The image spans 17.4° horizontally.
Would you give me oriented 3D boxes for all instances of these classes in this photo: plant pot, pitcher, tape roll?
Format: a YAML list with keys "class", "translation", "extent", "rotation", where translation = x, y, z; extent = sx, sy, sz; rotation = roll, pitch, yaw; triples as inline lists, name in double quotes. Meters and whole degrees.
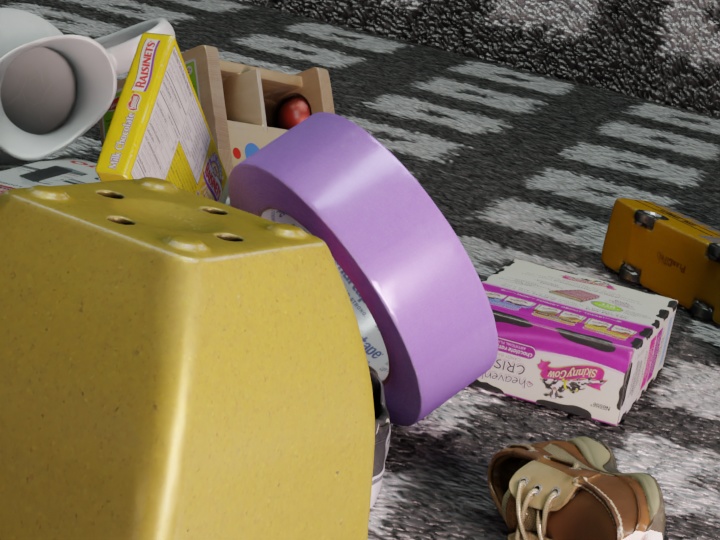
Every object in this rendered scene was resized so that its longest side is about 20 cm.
- class: "plant pot"
  translation: [-0.109, 0.065, 1.115]
  extent: [0.195, 0.200, 0.194]
  rotation: [19, 14, 30]
- class: "pitcher"
  translation: [-0.241, -0.149, 1.803]
  extent: [0.171, 0.121, 0.200]
  rotation: [-26, 16, -21]
- class: "tape roll"
  translation: [0.000, 0.000, 1.506]
  extent: [0.066, 0.200, 0.200]
  rotation: [-36, 33, -17]

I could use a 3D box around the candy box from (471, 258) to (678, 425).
- class: "candy box"
  translation: [0.149, 0.050, 1.734]
  extent: [0.136, 0.061, 0.200]
  rotation: [15, 14, 14]

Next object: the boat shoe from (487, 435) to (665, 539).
- class: "boat shoe"
  translation: [0.115, 0.140, 1.310]
  extent: [0.074, 0.076, 0.200]
  rotation: [4, 6, -9]

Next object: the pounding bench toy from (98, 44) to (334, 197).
- class: "pounding bench toy"
  translation: [-0.130, -0.081, 1.871]
  extent: [0.200, 0.124, 0.156]
  rotation: [-18, -15, 39]

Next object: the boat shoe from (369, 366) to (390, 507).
- class: "boat shoe"
  translation: [-0.012, 0.083, 1.425]
  extent: [0.070, 0.066, 0.200]
  rotation: [12, 13, 0]

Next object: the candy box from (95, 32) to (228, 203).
- class: "candy box"
  translation: [-0.124, -0.059, 1.520]
  extent: [0.026, 0.102, 0.200]
  rotation: [8, -25, 12]

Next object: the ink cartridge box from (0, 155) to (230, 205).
- class: "ink cartridge box"
  translation: [-0.192, -0.016, 1.650]
  extent: [0.144, 0.084, 0.200]
  rotation: [15, 12, 16]

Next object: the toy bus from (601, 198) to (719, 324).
- class: "toy bus"
  translation: [0.294, -0.007, 2.109]
  extent: [0.078, 0.065, 0.200]
  rotation: [7, 13, -33]
